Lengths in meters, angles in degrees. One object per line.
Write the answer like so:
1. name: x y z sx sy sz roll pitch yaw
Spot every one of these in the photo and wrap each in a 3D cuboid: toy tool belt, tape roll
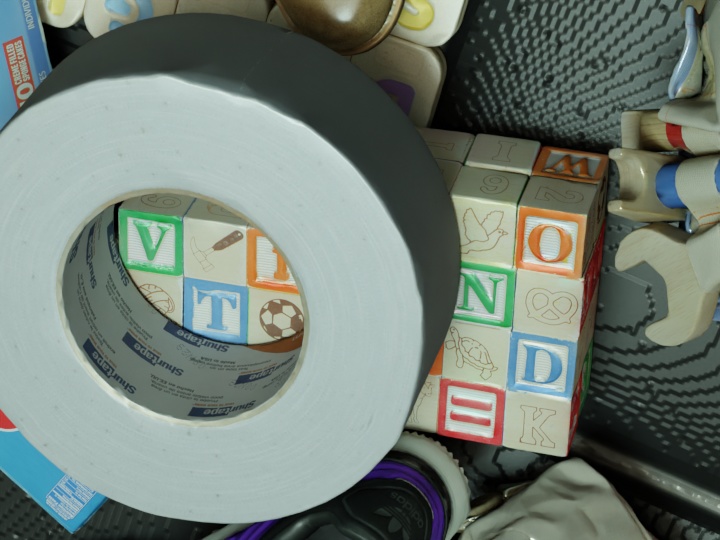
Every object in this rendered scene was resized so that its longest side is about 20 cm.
1. toy tool belt: 0.156 -0.026 0.957 0.124 0.123 0.202 9 86 -31
2. toy tool belt: 0.098 0.185 1.091 0.123 0.125 0.201 -25 103 49
3. tape roll: -0.063 0.001 1.004 0.199 0.066 0.201 7 120 13

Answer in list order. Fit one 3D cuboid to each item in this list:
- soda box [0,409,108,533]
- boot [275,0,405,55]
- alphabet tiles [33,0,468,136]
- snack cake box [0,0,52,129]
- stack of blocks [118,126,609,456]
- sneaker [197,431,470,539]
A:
1. soda box: -0.173 0.019 1.115 0.200 0.068 0.064 43 117 -3
2. boot: -0.024 -0.180 0.989 0.073 0.075 0.201 -5 104 10
3. alphabet tiles: -0.054 -0.126 1.059 0.199 0.015 0.197 20 114 7
4. snack cake box: -0.206 -0.143 1.032 0.067 0.115 0.201 3 113 38
5. stack of blocks: 0.000 0.000 1.058 0.199 0.059 0.116 8 119 12
6. sneaker: -0.046 0.146 1.047 0.070 0.100 0.200 47 116 -3
